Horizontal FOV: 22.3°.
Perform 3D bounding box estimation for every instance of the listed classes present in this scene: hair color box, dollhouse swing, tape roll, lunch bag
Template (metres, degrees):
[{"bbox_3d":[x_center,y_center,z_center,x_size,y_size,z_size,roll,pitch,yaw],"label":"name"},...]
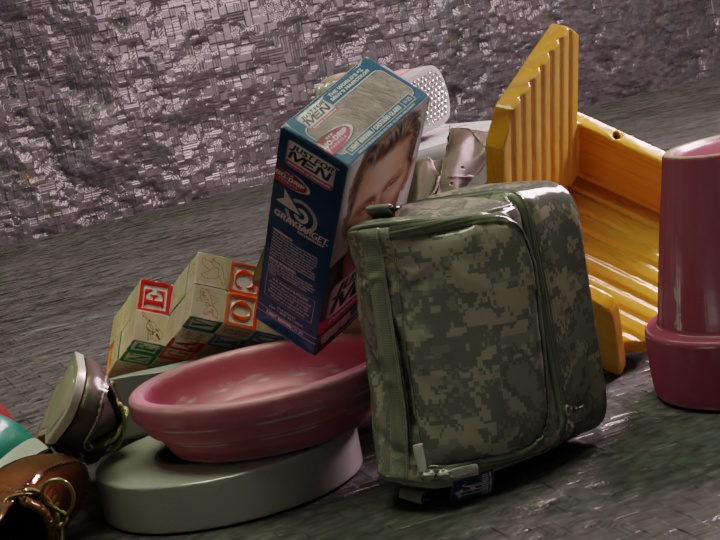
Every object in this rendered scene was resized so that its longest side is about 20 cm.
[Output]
[{"bbox_3d":[-0.015,-0.042,1.310,0.060,0.201,0.100,32,51,18],"label":"hair color box"},{"bbox_3d":[0.195,-0.068,1.485,0.181,0.176,0.200,26,46,11],"label":"dollhouse swing"},{"bbox_3d":[-0.097,0.144,1.362,0.201,0.037,0.203,-12,9,2],"label":"tape roll"},{"bbox_3d":[0.068,0.045,1.264,0.139,0.201,0.167,-3,7,42],"label":"lunch bag"}]

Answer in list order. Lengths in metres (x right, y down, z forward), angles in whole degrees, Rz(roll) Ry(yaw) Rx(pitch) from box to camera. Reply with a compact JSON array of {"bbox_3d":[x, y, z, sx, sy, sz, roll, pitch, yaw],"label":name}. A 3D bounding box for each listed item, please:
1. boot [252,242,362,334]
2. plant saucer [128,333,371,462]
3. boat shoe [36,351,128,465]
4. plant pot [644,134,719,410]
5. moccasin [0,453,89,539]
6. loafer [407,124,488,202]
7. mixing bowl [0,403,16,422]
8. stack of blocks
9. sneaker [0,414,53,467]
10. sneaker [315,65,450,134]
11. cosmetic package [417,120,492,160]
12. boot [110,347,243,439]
[{"bbox_3d":[0.000,0.000,1.501,0.073,0.155,0.200,-55,6,20],"label":"boot"},{"bbox_3d":[-0.069,0.096,1.349,0.199,0.051,0.201,-11,8,2],"label":"plant saucer"},{"bbox_3d":[-0.206,0.110,1.385,0.059,0.072,0.200,21,-17,-9],"label":"boat shoe"},{"bbox_3d":[0.301,-0.010,1.354,0.199,0.180,0.200,-12,8,2],"label":"plant pot"},{"bbox_3d":[-0.232,0.176,1.230,0.077,0.074,0.201,2,10,19],"label":"moccasin"},{"bbox_3d":[0.061,-0.049,1.478,0.071,0.073,0.200,24,42,13],"label":"loafer"},{"bbox_3d":[-0.346,0.147,1.434,0.199,0.109,0.200,-11,8,2],"label":"mixing bowl"},{"bbox_3d":[-0.142,0.049,1.578,0.114,0.059,0.200,12,-23,-17],"label":"stack of blocks"},{"bbox_3d":[-0.324,0.144,1.287,0.121,0.084,0.200,37,38,14],"label":"sneaker"},{"bbox_3d":[-0.004,-0.133,1.563,0.104,0.076,0.200,-9,6,24],"label":"sneaker"},{"bbox_3d":[0.067,-0.019,1.635,0.164,0.201,0.165,-18,11,-29],"label":"cosmetic package"},{"bbox_3d":[-0.131,0.102,1.557,0.199,0.074,0.096,-5,2,3],"label":"boot"}]
